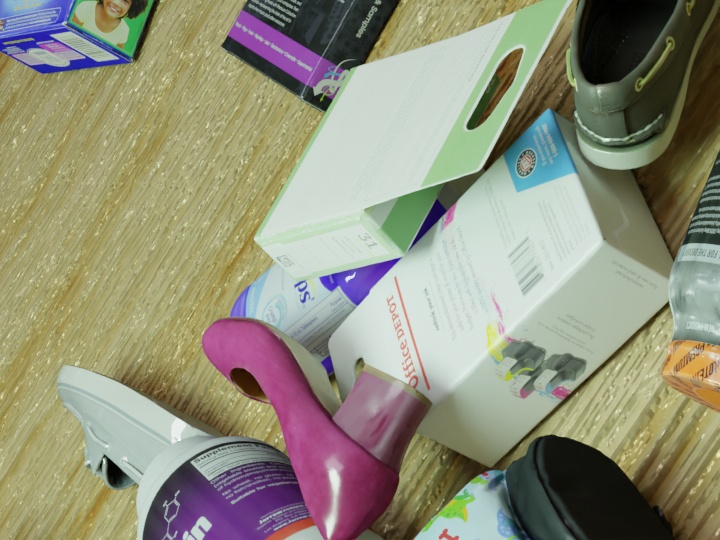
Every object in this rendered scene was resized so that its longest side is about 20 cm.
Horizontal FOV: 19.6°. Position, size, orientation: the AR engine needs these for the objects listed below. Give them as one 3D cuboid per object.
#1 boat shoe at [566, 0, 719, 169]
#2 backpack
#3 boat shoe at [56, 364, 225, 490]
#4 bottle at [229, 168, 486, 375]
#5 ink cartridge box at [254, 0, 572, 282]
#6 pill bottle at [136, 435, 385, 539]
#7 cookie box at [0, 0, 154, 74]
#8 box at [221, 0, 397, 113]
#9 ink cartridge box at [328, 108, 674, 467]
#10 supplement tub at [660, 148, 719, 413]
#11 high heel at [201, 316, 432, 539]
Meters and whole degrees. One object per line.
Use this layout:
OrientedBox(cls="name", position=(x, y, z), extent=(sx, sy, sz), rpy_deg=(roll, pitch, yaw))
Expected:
OrientedBox(cls="boat shoe", position=(0.157, -0.151, 1.148), extent=(0.072, 0.060, 0.203), rpy_deg=(3, 54, 20))
OrientedBox(cls="backpack", position=(0.063, 0.197, 1.008), extent=(0.201, 0.153, 0.163), rpy_deg=(-59, 35, 22))
OrientedBox(cls="boat shoe", position=(-0.158, 0.118, 1.432), extent=(0.199, 0.072, 0.069), rpy_deg=(20, 84, 48))
OrientedBox(cls="bottle", position=(0.000, 0.000, 1.288), extent=(0.200, 0.065, 0.084), rpy_deg=(-39, 34, 32))
OrientedBox(cls="ink cartridge box", position=(0.040, -0.075, 1.191), extent=(0.199, 0.048, 0.146), rpy_deg=(-12, 40, 48))
OrientedBox(cls="pill bottle", position=(-0.059, 0.167, 1.209), extent=(0.113, 0.112, 0.200), rpy_deg=(-61, 33, 2))
OrientedBox(cls="cookie box", position=(-0.229, -0.278, 1.793), extent=(0.171, 0.075, 0.201), rpy_deg=(2, 69, 55))
OrientedBox(cls="box", position=(-0.012, -0.222, 1.492), extent=(0.201, 0.036, 0.143), rpy_deg=(-61, 34, 6))
OrientedBox(cls="ink cartridge box", position=(0.075, 0.024, 1.165), extent=(0.200, 0.068, 0.116), rpy_deg=(-45, 36, 25))
OrientedBox(cls="supplement tub", position=(0.218, -0.025, 0.954), extent=(0.122, 0.122, 0.201), rpy_deg=(13, 77, 56))
OrientedBox(cls="high heel", position=(-0.047, 0.087, 1.166), extent=(0.199, 0.067, 0.097), rpy_deg=(15, 71, 55))
